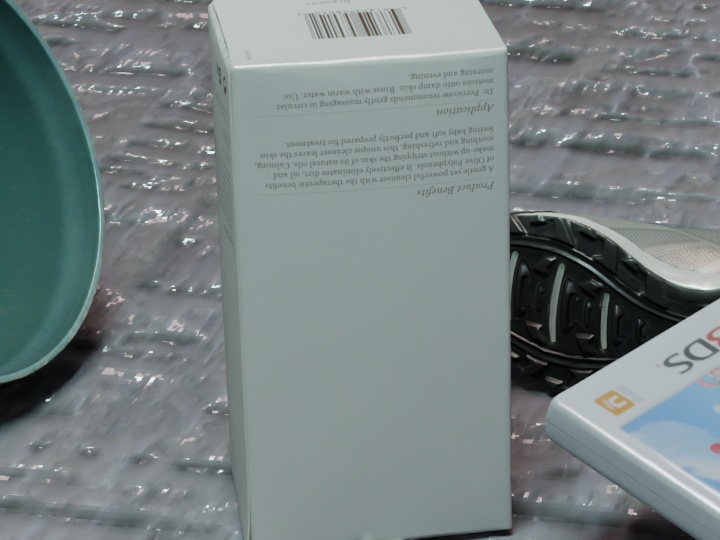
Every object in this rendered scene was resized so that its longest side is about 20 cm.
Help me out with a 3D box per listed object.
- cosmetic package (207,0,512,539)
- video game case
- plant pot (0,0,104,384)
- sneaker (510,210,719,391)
[{"bbox_3d":[0.000,0.000,1.098,0.107,0.200,0.085,-3,24,-8],"label":"cosmetic package"},{"bbox_3d":[0.201,0.067,1.062,0.200,0.022,0.182,34,44,32],"label":"video game case"},{"bbox_3d":[-0.228,-0.030,1.248,0.134,0.200,0.200,-21,10,35],"label":"plant pot"},{"bbox_3d":[0.136,0.015,1.229,0.200,0.074,0.079,11,16,15],"label":"sneaker"}]
